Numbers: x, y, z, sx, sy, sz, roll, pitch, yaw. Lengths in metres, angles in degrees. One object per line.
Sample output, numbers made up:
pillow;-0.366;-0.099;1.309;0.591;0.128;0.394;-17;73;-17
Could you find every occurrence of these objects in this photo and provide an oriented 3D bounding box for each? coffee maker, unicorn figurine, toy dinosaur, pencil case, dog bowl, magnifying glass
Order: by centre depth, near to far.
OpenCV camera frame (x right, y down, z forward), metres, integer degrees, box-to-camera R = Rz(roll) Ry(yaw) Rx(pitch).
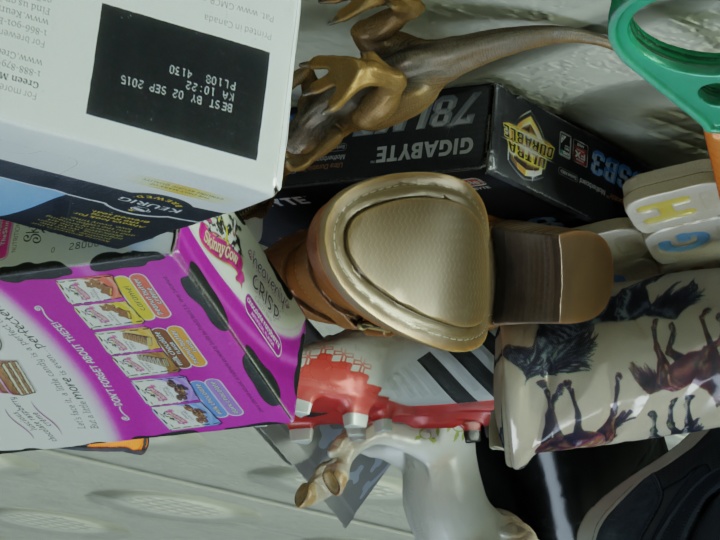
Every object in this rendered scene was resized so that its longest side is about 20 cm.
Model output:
magnifying glass;0.151;-0.073;1.127;0.079;0.022;0.200;1;156;15
toy dinosaur;0.021;-0.085;1.142;0.199;0.061;0.106;-22;157;13
pencil case;0.155;0.043;1.297;0.199;0.078;0.090;-10;138;3
unicorn figurine;0.038;0.132;1.419;0.137;0.201;0.074;-26;-148;-38
dog bowl;-0.053;0.048;1.484;0.200;0.059;0.200;47;176;4
coffee maker;0.115;0.113;1.501;0.192;0.134;0.201;38;154;50

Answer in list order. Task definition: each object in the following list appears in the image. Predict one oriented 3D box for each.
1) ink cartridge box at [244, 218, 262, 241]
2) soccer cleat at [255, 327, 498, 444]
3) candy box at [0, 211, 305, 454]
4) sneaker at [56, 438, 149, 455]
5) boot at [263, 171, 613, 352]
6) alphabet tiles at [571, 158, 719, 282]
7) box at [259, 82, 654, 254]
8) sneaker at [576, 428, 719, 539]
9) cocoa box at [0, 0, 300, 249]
ink cartridge box;-0.156;-0.060;1.202;0.199;0.085;0.145;-5;161;15
soccer cleat;0.019;0.040;1.343;0.199;0.086;0.069;4;167;-32
candy box;-0.140;0.017;1.162;0.199;0.061;0.137;-7;144;19
sneaker;-0.129;0.026;1.343;0.077;0.113;0.200;1;-157;23
boot;0.000;0.000;1.224;0.154;0.074;0.200;1;173;38
alphabet tiles;0.192;-0.011;1.305;0.195;0.015;0.200;-13;156;13
box;0.042;-0.033;1.347;0.199;0.050;0.198;-5;162;37
sneaker;0.215;0.098;1.340;0.077;0.202;0.146;51;167;-16
cocoa box;-0.137;-0.099;0.989;0.199;0.134;0.131;15;164;-28
